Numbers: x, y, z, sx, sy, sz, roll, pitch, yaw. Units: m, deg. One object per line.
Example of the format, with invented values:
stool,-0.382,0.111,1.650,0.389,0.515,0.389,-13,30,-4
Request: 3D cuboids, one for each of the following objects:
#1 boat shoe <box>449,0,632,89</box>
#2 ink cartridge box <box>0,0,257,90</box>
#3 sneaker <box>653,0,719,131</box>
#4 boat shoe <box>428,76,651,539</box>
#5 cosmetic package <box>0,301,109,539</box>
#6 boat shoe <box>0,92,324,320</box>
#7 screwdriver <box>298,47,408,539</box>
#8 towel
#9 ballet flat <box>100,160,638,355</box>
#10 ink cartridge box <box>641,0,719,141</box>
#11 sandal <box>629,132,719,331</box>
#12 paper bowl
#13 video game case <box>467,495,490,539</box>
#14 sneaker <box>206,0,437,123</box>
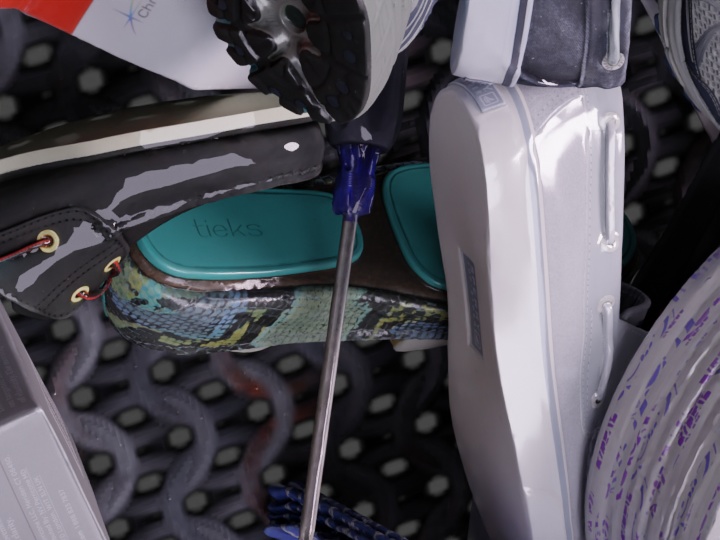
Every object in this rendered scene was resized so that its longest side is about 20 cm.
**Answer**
boat shoe,0.073,-0.144,0.909,0.068,0.072,0.200,7,119,-2
ink cartridge box,-0.032,-0.130,0.904,0.160,0.047,0.200,-55,167,16
sneaker,0.139,-0.100,0.956,0.077,0.085,0.200,-21,128,-6
boat shoe,0.068,0.020,1.020,0.068,0.072,0.200,-15,114,-15
cosmetic package,-0.195,0.089,1.009,0.200,0.107,0.090,-25,125,-3
boat shoe,-0.105,-0.016,0.981,0.201,0.074,0.063,-14,97,2
screwdriver,-0.007,-0.002,1.014,0.028,0.029,0.200,12,83,-20
towel,0.053,0.129,1.069,0.145,0.200,0.024,30,86,-21
ballet flat,0.000,0.000,1.065,0.200,0.074,0.074,2,119,-21
ink cartridge box,0.212,-0.105,1.073,0.200,0.067,0.117,-32,125,0
sandal,0.111,0.031,1.087,0.045,0.075,0.200,33,120,10
paper bowl,0.184,0.069,1.028,0.201,0.104,0.201,-24,134,-27
video game case,0.105,0.165,1.227,0.143,0.018,0.200,-6,121,-19
sneaker,0.000,-0.140,0.855,0.086,0.078,0.200,-49,160,-36
